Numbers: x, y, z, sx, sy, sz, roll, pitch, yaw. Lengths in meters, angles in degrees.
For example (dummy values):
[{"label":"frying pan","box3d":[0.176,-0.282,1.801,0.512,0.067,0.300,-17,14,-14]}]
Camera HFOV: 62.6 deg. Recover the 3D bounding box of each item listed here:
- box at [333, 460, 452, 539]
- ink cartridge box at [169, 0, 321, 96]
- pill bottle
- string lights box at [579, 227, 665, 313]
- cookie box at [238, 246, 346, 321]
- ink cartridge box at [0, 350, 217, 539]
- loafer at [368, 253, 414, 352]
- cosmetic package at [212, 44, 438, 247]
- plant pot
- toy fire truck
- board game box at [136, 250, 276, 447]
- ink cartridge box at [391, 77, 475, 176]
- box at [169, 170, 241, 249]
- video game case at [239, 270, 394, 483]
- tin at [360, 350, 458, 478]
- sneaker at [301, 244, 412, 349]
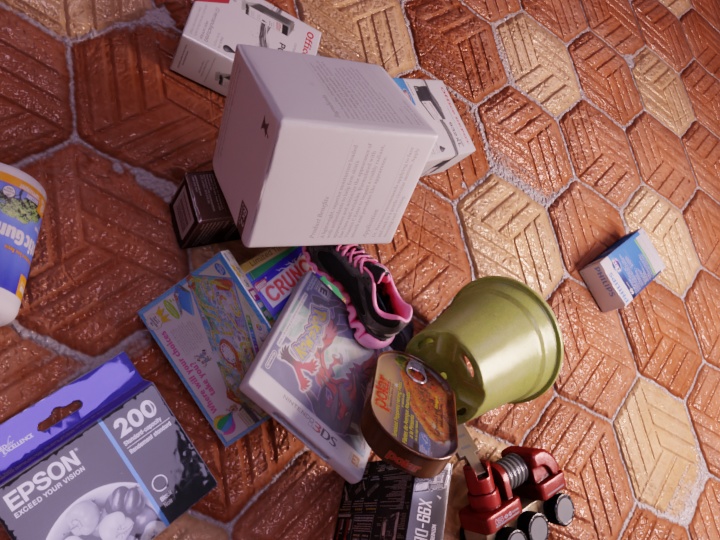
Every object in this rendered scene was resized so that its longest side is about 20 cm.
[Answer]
[{"label":"box","box3d":[0.028,0.314,0.717,0.049,0.200,0.160,22,61,-18]},{"label":"ink cartridge box","box3d":[-0.171,-0.341,0.915,0.198,0.083,0.149,21,61,-23]},{"label":"pill bottle","box3d":[-0.411,-0.006,0.623,0.111,0.112,0.203,13,66,-27]},{"label":"string lights box","box3d":[0.555,-0.003,1.248,0.199,0.059,0.104,-28,87,-36]},{"label":"cookie box","box3d":[-0.081,0.060,0.823,0.170,0.075,0.201,-34,91,-36]},{"label":"ink cartridge box","box3d":[-0.292,0.219,0.655,0.197,0.043,0.201,-35,91,-35]},{"label":"loafer","box3d":[0.017,0.033,0.908,0.201,0.071,0.063,57,34,-8]},{"label":"cosmetic package","box3d":[-0.050,-0.143,0.704,0.198,0.166,0.166,-2,45,-31]},{"label":"plant pot","box3d":[0.161,0.125,0.849,0.183,0.199,0.203,-17,81,-48]},{"label":"toy fire truck","box3d":[0.206,0.301,0.896,0.174,0.128,0.203,-14,90,-35]},{"label":"board game box","box3d":[-0.165,0.096,0.734,0.134,0.034,0.201,-33,91,7]},{"label":"ink cartridge box","box3d":[0.098,-0.241,1.005,0.199,0.083,0.147,-24,87,-54]},{"label":"box","box3d":[-0.152,-0.093,0.823,0.198,0.100,0.076,-11,77,-34]},{"label":"video game case","box3d":[-0.038,0.123,0.730,0.182,0.023,0.201,45,39,-17]},{"label":"tin","box3d":[0.057,0.163,0.698,0.111,0.042,0.200,31,20,-4]},{"label":"sneaker","box3d":[0.000,0.000,0.755,0.079,0.095,0.201,-33,89,-34]}]
